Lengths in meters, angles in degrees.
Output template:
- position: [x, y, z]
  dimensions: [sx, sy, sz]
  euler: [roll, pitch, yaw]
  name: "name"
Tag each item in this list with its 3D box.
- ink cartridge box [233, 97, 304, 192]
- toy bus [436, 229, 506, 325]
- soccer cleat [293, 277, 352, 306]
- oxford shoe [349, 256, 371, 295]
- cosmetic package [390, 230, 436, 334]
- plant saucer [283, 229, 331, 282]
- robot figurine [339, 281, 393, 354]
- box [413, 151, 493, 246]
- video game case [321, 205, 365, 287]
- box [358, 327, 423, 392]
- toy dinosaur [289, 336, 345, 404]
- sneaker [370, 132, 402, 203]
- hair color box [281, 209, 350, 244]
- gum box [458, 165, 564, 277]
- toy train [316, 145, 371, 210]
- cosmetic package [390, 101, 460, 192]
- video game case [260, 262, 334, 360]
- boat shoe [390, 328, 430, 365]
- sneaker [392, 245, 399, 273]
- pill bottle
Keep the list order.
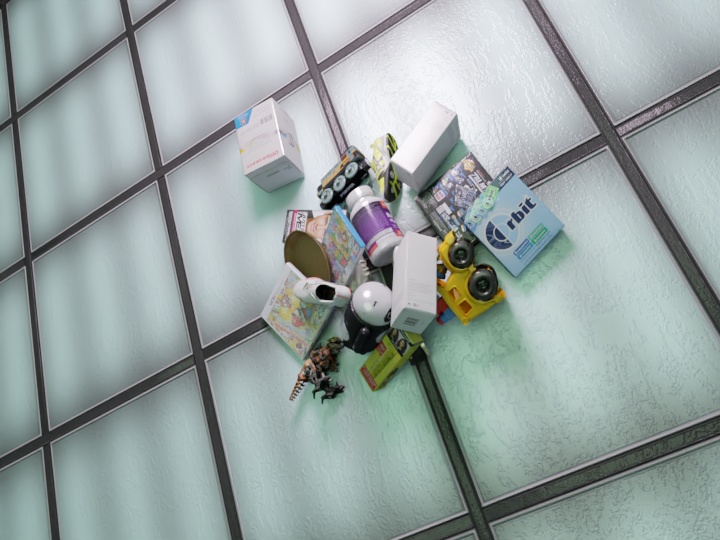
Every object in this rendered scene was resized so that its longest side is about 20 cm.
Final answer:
- position: [-0.274, -0.373, 1.637]
  dimensions: [0.143, 0.144, 0.207]
  euler: [-20, 70, 17]
  name: "ink cartridge box"
- position: [0.228, 0.033, 1.313]
  dimensions: [0.191, 0.136, 0.202]
  euler: [-41, 87, 16]
  name: "toy bus"
- position: [-0.110, 0.054, 1.403]
  dimensions: [0.195, 0.084, 0.071]
  euler: [10, 84, 36]
  name: "soccer cleat"
- position: [0.000, 0.000, 1.465]
  dimensions: [0.056, 0.075, 0.209]
  euler: [-9, 80, 26]
  name: "oxford shoe"
- position: [0.125, 0.027, 1.268]
  dimensions: [0.082, 0.108, 0.206]
  euler: [12, 60, -9]
  name: "cosmetic package"
- position: [-0.140, -0.017, 1.502]
  dimensions: [0.196, 0.035, 0.207]
  euler: [23, 124, 38]
  name: "plant saucer"
- position: [0.020, 0.122, 1.352]
  dimensions: [0.153, 0.121, 0.203]
  euler: [64, 145, 35]
  name: "robot figurine"
- position: [0.270, -0.170, 1.409]
  dimensions: [0.196, 0.050, 0.203]
  euler: [-37, 68, 7]
  name: "box"
- position: [-0.056, -0.047, 1.434]
  dimensions: [0.145, 0.017, 0.203]
  euler: [55, 143, 27]
  name: "video game case"
- position: [0.074, 0.211, 1.344]
  dimensions: [0.076, 0.049, 0.202]
  euler: [54, 129, 25]
  name: "box"
- position: [-0.111, 0.275, 1.447]
  dimensions: [0.136, 0.100, 0.204]
  euler: [48, 115, 40]
  name: "toy dinosaur"
- position: [0.068, -0.281, 1.520]
  dimensions: [0.074, 0.075, 0.208]
  euler: [-15, 64, 34]
  name: "sneaker"
- position: [-0.124, -0.118, 1.555]
  dimensions: [0.193, 0.060, 0.103]
  euler: [3, 77, 22]
  name: "hair color box"
- position: [0.366, -0.118, 1.320]
  dimensions: [0.200, 0.045, 0.170]
  euler: [45, 97, 4]
  name: "gum box"
- position: [-0.049, -0.259, 1.540]
  dimensions: [0.199, 0.084, 0.116]
  euler: [-41, 47, 24]
  name: "toy train"
- position: [0.177, -0.327, 1.438]
  dimensions: [0.084, 0.108, 0.202]
  euler: [36, 83, 25]
  name: "cosmetic package"
- position: [-0.180, 0.113, 1.512]
  dimensions: [0.199, 0.023, 0.186]
  euler: [39, 110, 26]
  name: "video game case"
- position: [0.104, 0.144, 1.384]
  dimensions: [0.062, 0.074, 0.205]
  euler: [-30, 71, 3]
  name: "boat shoe"
- position: [0.144, 0.028, 1.392]
  dimensions: [0.096, 0.078, 0.207]
  euler: [-19, 93, 1]
  name: "sneaker"
- position: [0.037, -0.124, 1.461]
  dimensions: [0.110, 0.111, 0.204]
  euler: [-33, 67, 11]
  name: "pill bottle"
